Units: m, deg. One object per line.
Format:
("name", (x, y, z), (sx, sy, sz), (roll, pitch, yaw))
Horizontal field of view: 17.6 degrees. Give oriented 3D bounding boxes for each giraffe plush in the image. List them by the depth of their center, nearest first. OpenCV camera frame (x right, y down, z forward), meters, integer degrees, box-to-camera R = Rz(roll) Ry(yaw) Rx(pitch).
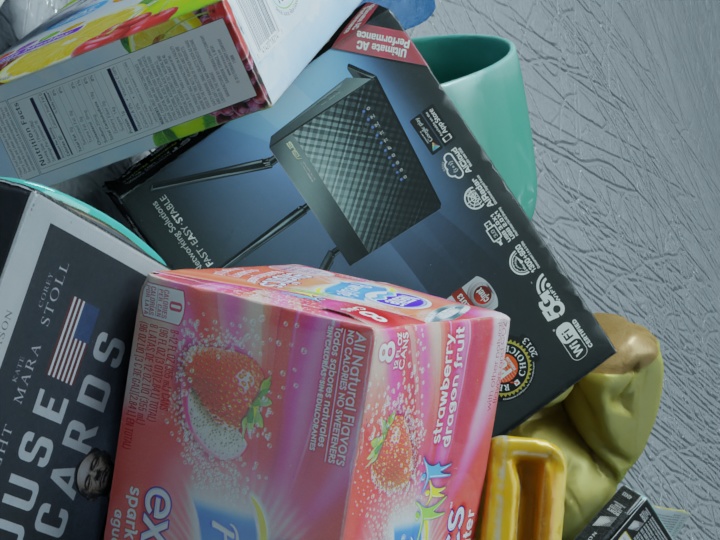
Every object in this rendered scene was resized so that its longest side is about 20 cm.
("giraffe plush", (0.064, 0.075, 1.237), (0.200, 0.173, 0.162), (36, 1, -45))

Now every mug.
("mug", (0.018, -0.054, 1.218), (0.185, 0.152, 0.115), (-54, 136, -69))

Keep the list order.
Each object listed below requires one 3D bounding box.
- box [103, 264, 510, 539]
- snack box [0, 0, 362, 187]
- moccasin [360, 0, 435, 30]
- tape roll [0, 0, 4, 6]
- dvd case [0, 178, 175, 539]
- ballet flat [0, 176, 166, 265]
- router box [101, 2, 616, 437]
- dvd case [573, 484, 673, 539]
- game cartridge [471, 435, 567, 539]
("box", (-0.025, 0.104, 0.804), (0.103, 0.095, 0.200), (-1, 103, -60))
("snack box", (-0.082, -0.099, 1.001), (0.053, 0.142, 0.200), (67, 22, -15))
("moccasin", (-0.045, -0.137, 1.225), (0.200, 0.068, 0.081), (-2, 89, -46))
("tape roll", (-0.195, -0.168, 0.838), (0.203, 0.037, 0.203), (13, 75, -55))
("dvd case", (-0.090, 0.070, 0.800), (0.200, 0.025, 0.150), (34, 71, -60))
("ballet flat", (-0.092, 0.028, 0.866), (0.200, 0.073, 0.073), (40, 38, -62))
("router box", (0.000, 0.000, 1.065), (0.200, 0.150, 0.062), (55, -7, -12))
("dvd case", (0.104, 0.225, 1.220), (0.022, 0.200, 0.146), (31, -16, 44))
("game cartridge", (0.033, 0.162, 0.899), (0.200, 0.032, 0.177), (136, -40, -76))
